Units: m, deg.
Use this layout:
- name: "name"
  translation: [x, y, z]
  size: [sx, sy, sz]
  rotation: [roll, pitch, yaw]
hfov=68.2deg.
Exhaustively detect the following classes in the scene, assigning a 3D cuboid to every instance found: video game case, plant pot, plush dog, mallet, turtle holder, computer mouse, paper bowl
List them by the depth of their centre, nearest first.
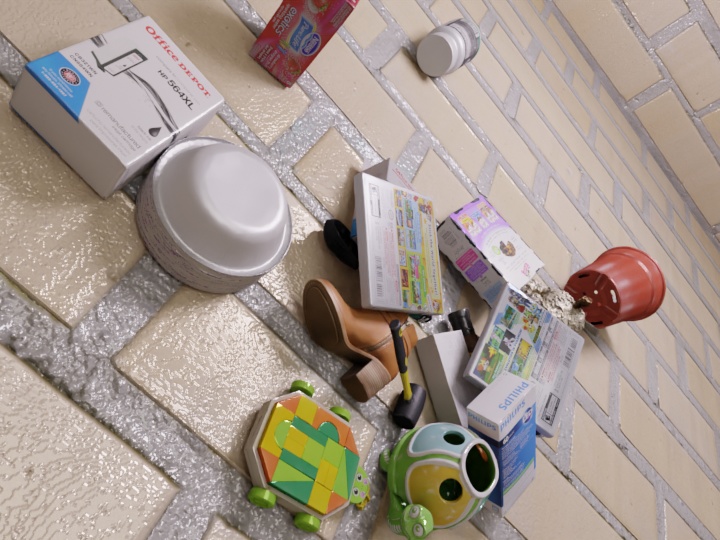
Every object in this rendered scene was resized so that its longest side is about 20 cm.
- name: "paper bowl"
  translation: [-0.176, -0.081, 0.690]
  size: [0.199, 0.104, 0.203]
  rotation: [21, 55, -33]
- name: "turtle holder"
  translation: [0.105, 0.285, 0.736]
  size: [0.184, 0.131, 0.143]
  rotation: [10, 62, -41]
- name: "mallet"
  translation: [0.067, 0.142, 0.776]
  size: [0.066, 0.041, 0.202]
  rotation: [-53, 143, -48]
- name: "video game case"
  translation: [0.063, -0.035, 0.830]
  size: [0.181, 0.023, 0.203]
  rotation: [10, 71, -45]
- name: "computer mouse"
  translation: [0.000, 0.000, 0.875]
  size: [0.201, 0.034, 0.059]
  rotation: [54, 20, -14]
- name: "video game case"
  translation: [0.285, 0.148, 0.911]
  size: [0.182, 0.022, 0.201]
  rotation: [36, 61, -6]
- name: "plush dog"
  translation: [0.375, 0.115, 1.105]
  size: [0.171, 0.160, 0.202]
  rotation: [-25, 83, -21]
- name: "plant pot"
  translation: [0.627, 0.052, 1.344]
  size: [0.194, 0.200, 0.203]
  rotation: [-13, 77, -38]

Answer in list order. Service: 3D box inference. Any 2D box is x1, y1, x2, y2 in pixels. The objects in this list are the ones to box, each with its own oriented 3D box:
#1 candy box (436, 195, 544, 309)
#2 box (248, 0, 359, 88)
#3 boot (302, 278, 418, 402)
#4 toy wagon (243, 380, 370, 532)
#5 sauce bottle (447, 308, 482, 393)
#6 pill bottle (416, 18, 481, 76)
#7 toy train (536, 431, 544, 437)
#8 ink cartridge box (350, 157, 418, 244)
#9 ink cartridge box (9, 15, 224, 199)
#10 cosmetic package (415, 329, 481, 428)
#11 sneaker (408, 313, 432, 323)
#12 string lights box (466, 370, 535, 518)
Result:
- name: "candy box"
  translation: [0.260, -0.040, 1.084]
  size: [0.200, 0.072, 0.167]
  rotation: [50, 41, 9]
- name: "box"
  translation: [-0.089, -0.420, 0.891]
  size: [0.095, 0.199, 0.100]
  rotation: [37, 46, -20]
- name: "boot"
  translation: [0.009, 0.073, 0.794]
  size: [0.155, 0.076, 0.201]
  rotation: [-39, 102, -42]
- name: "toy wagon"
  translation: [-0.052, 0.242, 0.676]
  size: [0.200, 0.039, 0.156]
  rotation: [39, 46, -22]
- name: "sauce bottle"
  translation: [0.204, 0.169, 0.951]
  size: [0.064, 0.065, 0.202]
  rotation: [0, 66, -44]
- name: "pill bottle"
  translation: [0.221, -0.558, 1.335]
  size: [0.114, 0.113, 0.200]
  rotation: [53, 43, -8]
- name: "toy train"
  translation: [0.283, 0.202, 0.967]
  size: [0.086, 0.114, 0.202]
  rotation: [-6, 72, -25]
- name: "ink cartridge box"
  translation: [0.052, -0.110, 0.934]
  size: [0.116, 0.067, 0.202]
  rotation: [43, 41, -37]
- name: "ink cartridge box"
  translation: [-0.290, -0.209, 0.663]
  size: [0.146, 0.084, 0.201]
  rotation: [47, 44, -15]
- name: "cosmetic package"
  translation: [0.160, 0.206, 0.894]
  size: [0.082, 0.050, 0.202]
  rotation: [-1, 69, -42]
- name: "sneaker"
  translation: [0.104, 0.005, 0.947]
  size: [0.080, 0.071, 0.201]
  rotation: [48, 39, -34]
- name: "string lights box"
  translation: [0.222, 0.269, 0.823]
  size: [0.102, 0.059, 0.202]
  rotation: [-31, 124, -33]
